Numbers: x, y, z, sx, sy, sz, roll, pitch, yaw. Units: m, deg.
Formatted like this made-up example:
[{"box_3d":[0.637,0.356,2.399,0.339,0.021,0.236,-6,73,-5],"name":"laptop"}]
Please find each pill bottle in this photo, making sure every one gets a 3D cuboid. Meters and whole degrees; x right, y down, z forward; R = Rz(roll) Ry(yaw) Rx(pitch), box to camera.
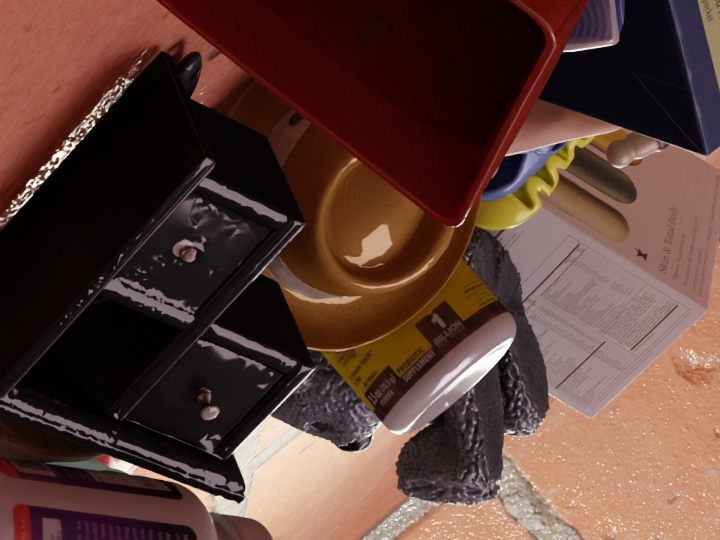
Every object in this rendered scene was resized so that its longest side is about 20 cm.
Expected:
[{"box_3d":[-0.150,0.170,1.563,0.199,0.112,0.112,11,135,-34],"name":"pill bottle"},{"box_3d":[0.000,0.000,1.775,0.109,0.200,0.109,-40,170,-9],"name":"pill bottle"}]

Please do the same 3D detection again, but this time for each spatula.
[{"box_3d":[-0.106,-0.078,1.582,0.057,0.021,0.200,-51,170,-21],"name":"spatula"}]

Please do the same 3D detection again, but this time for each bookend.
[{"box_3d":[-0.091,0.010,1.541,0.200,0.092,0.199,26,118,-41],"name":"bookend"}]

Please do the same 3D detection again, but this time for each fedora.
[{"box_3d":[0.006,-0.046,1.650,0.200,0.201,0.082,-37,-158,-21],"name":"fedora"}]

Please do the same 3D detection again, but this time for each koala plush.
[{"box_3d":[0.007,0.058,1.919,0.199,0.185,0.177,-6,-162,23],"name":"koala plush"}]

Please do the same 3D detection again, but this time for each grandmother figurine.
[{"box_3d":[0.163,-0.111,1.651,0.199,0.122,0.061,-10,154,10],"name":"grandmother figurine"}]

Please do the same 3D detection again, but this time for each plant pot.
[{"box_3d":[0.039,-0.178,1.305,0.176,0.200,0.200,-48,173,-27],"name":"plant pot"}]

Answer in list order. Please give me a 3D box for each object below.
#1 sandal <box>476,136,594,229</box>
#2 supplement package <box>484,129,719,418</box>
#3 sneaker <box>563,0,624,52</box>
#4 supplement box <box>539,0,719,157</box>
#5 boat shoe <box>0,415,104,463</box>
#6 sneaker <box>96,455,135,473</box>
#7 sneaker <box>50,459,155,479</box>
[{"box_3d":[0.125,-0.122,1.775,0.200,0.079,0.087,-52,136,-11],"name":"sandal"},{"box_3d":[0.140,-0.029,2.012,0.151,0.199,0.152,-47,-162,41],"name":"supplement package"},{"box_3d":[0.046,-0.165,1.496,0.115,0.198,0.081,-50,140,-74],"name":"sneaker"},{"box_3d":[0.183,-0.195,1.584,0.199,0.200,0.135,-37,128,-25],"name":"supplement box"},{"box_3d":[-0.228,0.081,1.569,0.199,0.071,0.069,11,147,-41],"name":"boat shoe"},{"box_3d":[-0.172,0.102,1.955,0.116,0.078,0.200,-49,-178,-6],"name":"sneaker"},{"box_3d":[-0.222,0.145,1.649,0.200,0.076,0.115,2,-172,-33],"name":"sneaker"}]
